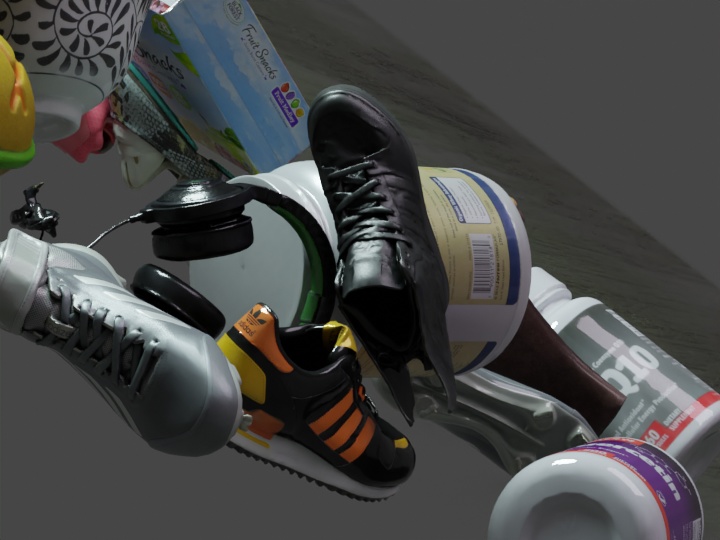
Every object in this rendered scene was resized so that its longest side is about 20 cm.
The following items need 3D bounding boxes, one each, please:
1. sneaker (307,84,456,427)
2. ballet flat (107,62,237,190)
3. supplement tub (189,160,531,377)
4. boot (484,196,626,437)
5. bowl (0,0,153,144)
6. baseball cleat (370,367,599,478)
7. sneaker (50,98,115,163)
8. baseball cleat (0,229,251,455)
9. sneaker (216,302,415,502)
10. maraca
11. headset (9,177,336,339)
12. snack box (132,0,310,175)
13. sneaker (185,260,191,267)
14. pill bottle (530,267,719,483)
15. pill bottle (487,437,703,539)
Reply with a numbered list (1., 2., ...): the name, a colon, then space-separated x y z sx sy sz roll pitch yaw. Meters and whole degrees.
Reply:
1. sneaker: 0.013 -0.012 1.636 0.104 0.060 0.200 -59 129 -69
2. ballet flat: -0.132 -0.070 1.941 0.200 0.072 0.072 45 8 -14
3. supplement tub: 0.000 0.000 1.781 0.200 0.145 0.144 1 31 -41
4. boot: 0.129 0.046 1.966 0.166 0.200 0.072 32 48 5
5. bowl: -0.235 -0.139 1.796 0.200 0.094 0.201 -5 -11 -1
6. baseball cleat: 0.091 0.094 1.939 0.200 0.070 0.106 32 11 -21
7. sneaker: -0.218 -0.123 1.990 0.087 0.074 0.200 50 10 -10
8. baseball cleat: -0.147 0.040 1.448 0.106 0.070 0.200 16 11 -41
9. sneaker: -0.018 0.078 1.617 0.200 0.090 0.070 23 16 -47
10. maraca: -0.275 -0.112 1.609 0.137 0.107 0.200 43 13 32
11. headset: -0.114 -0.003 1.634 0.200 0.124 0.094 18 -2 -25
12. snack box: -0.133 -0.171 1.962 0.200 0.068 0.169 31 -22 50
13. sneaker: -0.044 -0.009 1.910 0.200 0.075 0.100 12 11 -44
14. pill bottle: 0.188 0.094 2.114 0.200 0.114 0.114 39 11 20
15. pill bottle: 0.157 0.166 1.708 0.112 0.113 0.200 38 11 13
